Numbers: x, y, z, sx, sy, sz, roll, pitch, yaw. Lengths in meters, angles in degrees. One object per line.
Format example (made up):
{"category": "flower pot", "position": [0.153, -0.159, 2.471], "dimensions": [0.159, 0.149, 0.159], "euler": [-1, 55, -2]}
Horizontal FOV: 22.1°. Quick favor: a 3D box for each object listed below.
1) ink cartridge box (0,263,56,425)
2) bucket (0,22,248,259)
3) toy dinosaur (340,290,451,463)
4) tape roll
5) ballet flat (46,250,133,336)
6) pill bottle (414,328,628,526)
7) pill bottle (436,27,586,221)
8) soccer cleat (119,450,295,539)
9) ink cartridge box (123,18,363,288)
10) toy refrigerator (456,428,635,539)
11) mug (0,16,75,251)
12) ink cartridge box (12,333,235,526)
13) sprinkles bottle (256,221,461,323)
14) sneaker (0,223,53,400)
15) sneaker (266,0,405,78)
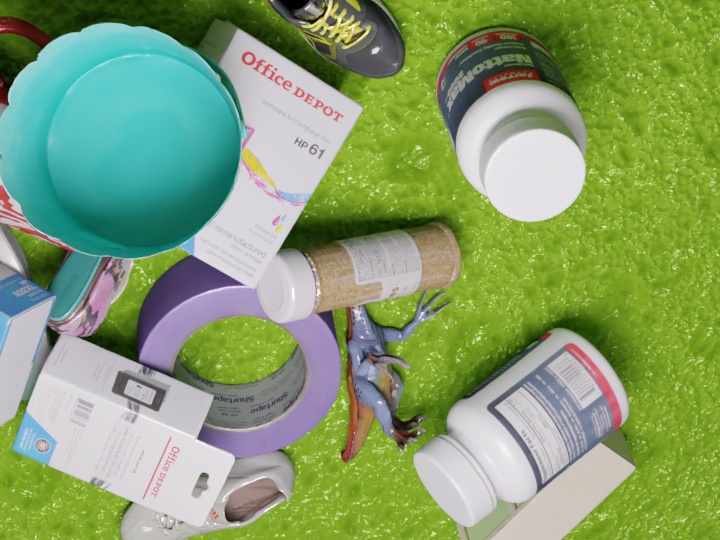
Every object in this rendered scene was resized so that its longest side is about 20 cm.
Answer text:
{"category": "ink cartridge box", "position": [-0.404, 0.045, 1.717], "dimensions": [0.200, 0.084, 0.145], "euler": [29, 116, 13]}
{"category": "bucket", "position": [-0.194, -0.106, 1.554], "dimensions": [0.207, 0.135, 0.207], "euler": [0, 91, 1]}
{"category": "toy dinosaur", "position": [0.002, 0.095, 1.849], "dimensions": [0.200, 0.105, 0.182], "euler": [-30, 99, 23]}
{"category": "tape roll", "position": [-0.122, 0.081, 1.823], "dimensions": [0.200, 0.085, 0.200], "euler": [-3, 120, -5]}
{"category": "ballet flat", "position": [-0.233, -0.027, 1.746], "dimensions": [0.200, 0.069, 0.071], "euler": [-63, 149, -2]}
{"category": "pill bottle", "position": [0.157, 0.159, 1.832], "dimensions": [0.200, 0.120, 0.120], "euler": [-36, 121, -18]}
{"category": "pill bottle", "position": [0.140, -0.130, 1.669], "dimensions": [0.119, 0.200, 0.120], "euler": [-3, 120, -6]}
{"category": "soccer cleat", "position": [-0.162, 0.244, 1.913], "dimensions": [0.200, 0.078, 0.069], "euler": [-25, 119, 7]}
{"category": "ink cartridge box", "position": [-0.114, -0.108, 1.682], "dimensions": [0.144, 0.085, 0.200], "euler": [30, 91, -23]}
{"category": "toy refrigerator", "position": [0.193, 0.238, 1.957], "dimensions": [0.070, 0.076, 0.200], "euler": [35, 110, -23]}
{"category": "mug", "position": [-0.312, -0.115, 1.654], "dimensions": [0.200, 0.134, 0.178], "euler": [27, 136, -25]}
{"category": "ink cartridge box", "position": [-0.220, 0.155, 1.768], "dimensions": [0.200, 0.067, 0.116], "euler": [24, 128, -5]}
{"category": "sprinkles bottle", "position": [0.000, 0.000, 1.755], "dimensions": [0.200, 0.068, 0.068], "euler": [-11, 124, -32]}
{"category": "sneaker", "position": [-0.366, 0.052, 1.776], "dimensions": [0.118, 0.074, 0.201], "euler": [-13, 123, -7]}
{"category": "sneaker", "position": [-0.037, -0.232, 1.655], "dimensions": [0.200, 0.085, 0.074], "euler": [38, 109, -24]}
